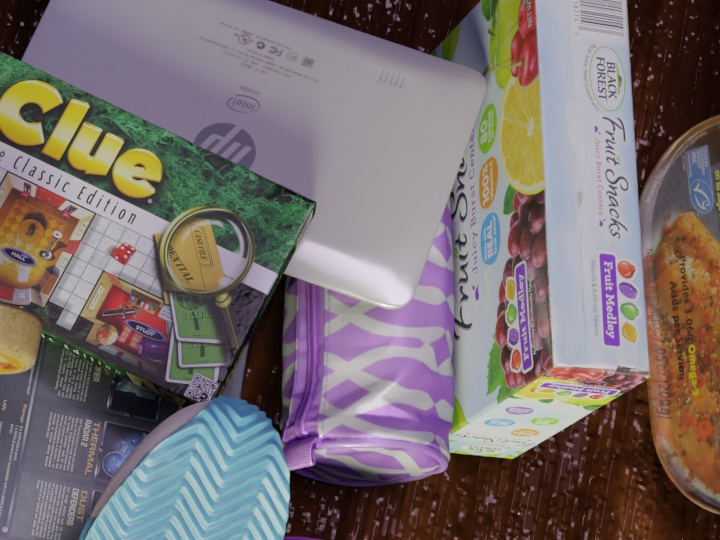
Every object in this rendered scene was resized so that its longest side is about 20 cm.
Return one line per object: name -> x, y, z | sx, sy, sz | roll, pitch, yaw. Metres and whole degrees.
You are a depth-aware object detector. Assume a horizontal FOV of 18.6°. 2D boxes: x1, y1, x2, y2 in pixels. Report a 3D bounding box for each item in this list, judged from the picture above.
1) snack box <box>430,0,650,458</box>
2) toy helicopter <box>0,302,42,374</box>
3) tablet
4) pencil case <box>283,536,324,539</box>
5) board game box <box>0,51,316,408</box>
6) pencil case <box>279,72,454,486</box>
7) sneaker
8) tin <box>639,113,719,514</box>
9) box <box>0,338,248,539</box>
snack box -> 0.075, -0.028, 1.014 | 0.053, 0.142, 0.200 | 7, 69, -19
toy helicopter -> -0.227, 0.016, 0.870 | 0.200, 0.132, 0.079 | 4, 68, 5
tablet -> -0.054, -0.068, 0.977 | 0.200, 0.014, 0.130 | 19, 63, 3
pencil case -> -0.037, 0.212, 0.921 | 0.092, 0.085, 0.200 | 19, 66, -13
board game box -> -0.130, -0.026, 0.933 | 0.200, 0.023, 0.105 | 25, 71, 4
pencil case -> 0.000, 0.000, 1.008 | 0.085, 0.084, 0.200 | 23, 58, -49
sneaker -> -0.089, 0.133, 0.879 | 0.076, 0.081, 0.200 | 20, 108, -15
tin -> 0.191, 0.022, 1.057 | 0.042, 0.112, 0.200 | 14, 65, -41
box -> -0.130, 0.038, 0.967 | 0.158, 0.051, 0.200 | 13, 67, -14
